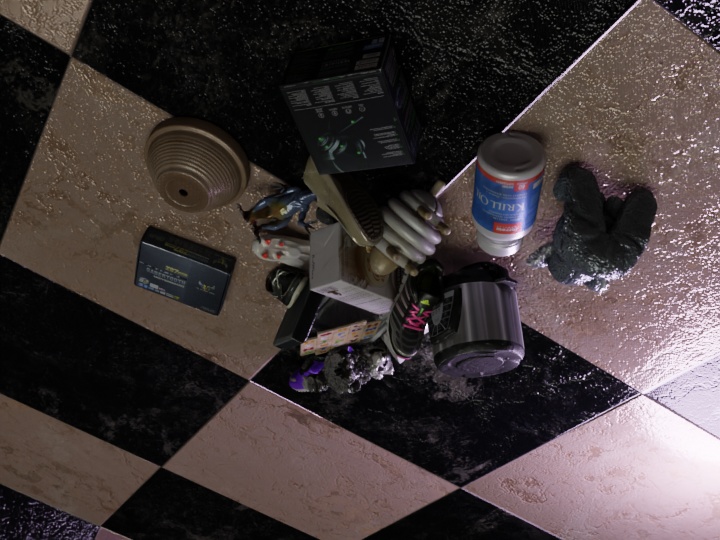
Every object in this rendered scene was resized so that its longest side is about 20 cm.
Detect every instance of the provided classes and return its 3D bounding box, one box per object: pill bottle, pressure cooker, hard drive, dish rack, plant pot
[{"bbox_3d":[0.243,-0.121,1.396,0.111,0.113,0.201,7,139,10],"label":"pill bottle"},{"bbox_3d":[0.213,0.086,1.578,0.174,0.202,0.179,-6,156,7],"label":"pressure cooker"},{"bbox_3d":[-0.118,0.084,1.661,0.033,0.141,0.200,25,165,-11],"label":"hard drive"},{"bbox_3d":[-0.010,0.078,1.736,0.170,0.044,0.200,18,141,-22],"label":"dish rack"},{"bbox_3d":[-0.308,-0.172,1.527,0.199,0.093,0.202,9,140,7],"label":"plant pot"}]

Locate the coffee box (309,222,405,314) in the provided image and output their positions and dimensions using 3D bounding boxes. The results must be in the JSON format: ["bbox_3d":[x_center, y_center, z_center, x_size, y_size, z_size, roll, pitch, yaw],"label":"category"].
[{"bbox_3d":[0.000,0.000,1.553,0.079,0.115,0.199,-17,155,37],"label":"coffee box"}]

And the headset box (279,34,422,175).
[{"bbox_3d":[-0.008,-0.254,1.338,0.173,0.093,0.201,-5,136,22],"label":"headset box"}]

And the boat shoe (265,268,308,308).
[{"bbox_3d":[-0.151,0.030,1.667,0.067,0.072,0.200,33,172,-11],"label":"boat shoe"}]

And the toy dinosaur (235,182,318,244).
[{"bbox_3d":[-0.135,-0.136,1.546,0.181,0.200,0.105,-30,115,-2],"label":"toy dinosaur"}]

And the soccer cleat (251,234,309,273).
[{"bbox_3d":[-0.119,-0.034,1.653,0.198,0.078,0.070,15,98,-21],"label":"soccer cleat"}]

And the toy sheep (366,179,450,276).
[{"bbox_3d":[0.087,-0.074,1.475,0.138,0.138,0.200,40,95,-26],"label":"toy sheep"}]

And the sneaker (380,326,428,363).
[{"bbox_3d":[0.106,0.130,1.751,0.074,0.115,0.200,52,173,6],"label":"sneaker"}]

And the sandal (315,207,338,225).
[{"bbox_3d":[0.012,-0.085,1.557,0.199,0.048,0.076,13,140,2],"label":"sandal"}]

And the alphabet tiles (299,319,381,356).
[{"bbox_3d":[-0.043,0.138,1.704,0.165,0.006,0.200,-14,164,-9],"label":"alphabet tiles"}]

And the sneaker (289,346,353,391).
[{"bbox_3d":[-0.103,0.204,1.909,0.199,0.070,0.100,-28,121,30],"label":"sneaker"}]

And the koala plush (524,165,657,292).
[{"bbox_3d":[0.377,-0.038,1.419,0.176,0.185,0.200,19,151,-4],"label":"koala plush"}]

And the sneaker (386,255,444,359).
[{"bbox_3d":[0.104,0.063,1.513,0.073,0.202,0.087,18,175,-19],"label":"sneaker"}]

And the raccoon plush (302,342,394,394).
[{"bbox_3d":[-0.024,0.206,1.828,0.199,0.133,0.098,-5,95,46],"label":"raccoon plush"}]

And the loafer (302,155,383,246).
[{"bbox_3d":[-0.032,-0.119,1.446,0.068,0.075,0.201,-44,71,41],"label":"loafer"}]

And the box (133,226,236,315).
[{"bbox_3d":[-0.375,0.004,1.777,0.198,0.051,0.158,21,138,-6],"label":"box"}]
